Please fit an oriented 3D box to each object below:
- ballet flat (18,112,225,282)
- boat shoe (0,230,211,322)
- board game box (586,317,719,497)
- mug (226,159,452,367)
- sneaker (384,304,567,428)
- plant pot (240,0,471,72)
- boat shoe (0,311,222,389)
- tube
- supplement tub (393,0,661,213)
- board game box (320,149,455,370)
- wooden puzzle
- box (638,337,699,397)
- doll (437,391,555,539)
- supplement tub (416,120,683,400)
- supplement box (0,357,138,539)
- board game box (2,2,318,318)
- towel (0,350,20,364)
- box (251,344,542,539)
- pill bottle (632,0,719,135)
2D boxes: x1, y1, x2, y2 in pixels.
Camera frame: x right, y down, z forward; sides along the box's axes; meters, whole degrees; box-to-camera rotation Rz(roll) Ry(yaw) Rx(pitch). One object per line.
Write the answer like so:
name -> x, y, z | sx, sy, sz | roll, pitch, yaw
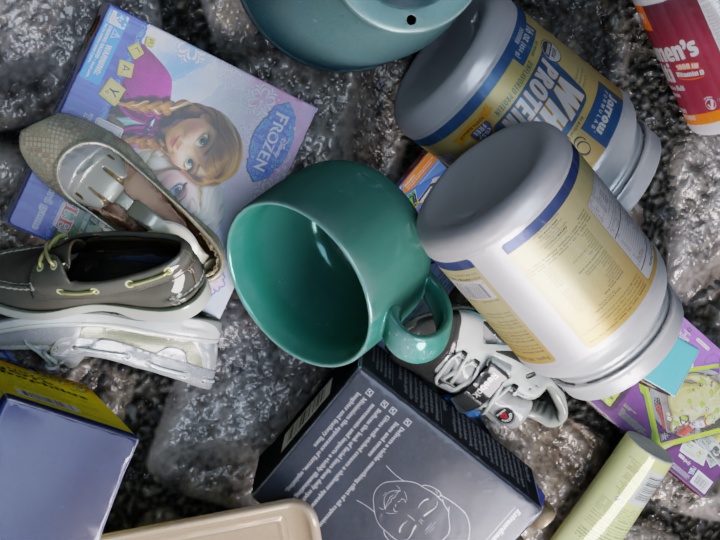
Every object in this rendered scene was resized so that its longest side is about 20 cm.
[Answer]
ballet flat -> -0.185, -0.059, 1.431 | 0.200, 0.062, 0.068 | 36, 89, -18
boat shoe -> -0.219, -0.001, 1.412 | 0.201, 0.072, 0.060 | 2, 135, 16
board game box -> 0.283, 0.107, 1.659 | 0.200, 0.032, 0.120 | 40, 88, -18
mug -> -0.009, -0.001, 1.467 | 0.114, 0.152, 0.185 | -38, 96, -41
sneaker -> 0.110, 0.090, 1.535 | 0.200, 0.089, 0.074 | 14, 131, -39
plant pot -> 0.012, -0.261, 1.442 | 0.199, 0.188, 0.201 | -2, 97, -17
boat shoe -> -0.214, 0.063, 1.479 | 0.201, 0.074, 0.065 | 4, 92, -24
tube -> 0.213, 0.241, 1.641 | 0.058, 0.052, 0.200 | 36, 104, 22
supplement tub -> 0.144, -0.126, 1.523 | 0.200, 0.145, 0.145 | 35, 87, -18
board game box -> 0.030, 0.002, 1.572 | 0.103, 0.019, 0.200 | 42, 84, -19
wooden puzzle -> -0.127, 0.264, 1.497 | 0.199, 0.037, 0.185 | -7, 131, 0
box -> 0.193, 0.041, 1.569 | 0.200, 0.082, 0.049 | 29, 88, -14
doll -> 0.083, 0.173, 1.596 | 0.136, 0.048, 0.200 | -43, 107, -2
supplement tub -> 0.156, -0.005, 1.430 | 0.144, 0.144, 0.200 | -45, 115, -7
supplement box -> -0.261, 0.143, 1.384 | 0.109, 0.200, 0.109 | 21, 91, -22
board game box -> -0.166, -0.090, 1.487 | 0.199, 0.041, 0.201 | 24, 91, -19
towel -> -0.329, 0.178, 1.484 | 0.200, 0.024, 0.147 | -41, 107, -8
box -> 0.031, 0.181, 1.517 | 0.200, 0.107, 0.149 | 39, 101, -7
pill bottle -> 0.305, -0.231, 1.577 | 0.109, 0.110, 0.200 | -30, 105, -11
